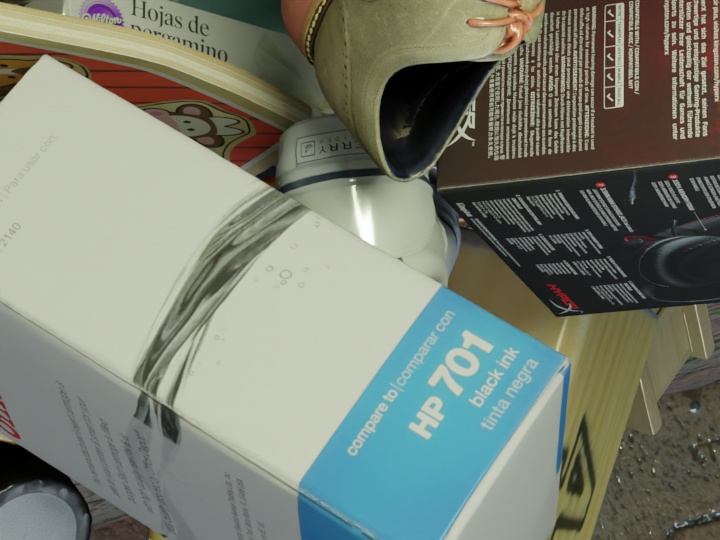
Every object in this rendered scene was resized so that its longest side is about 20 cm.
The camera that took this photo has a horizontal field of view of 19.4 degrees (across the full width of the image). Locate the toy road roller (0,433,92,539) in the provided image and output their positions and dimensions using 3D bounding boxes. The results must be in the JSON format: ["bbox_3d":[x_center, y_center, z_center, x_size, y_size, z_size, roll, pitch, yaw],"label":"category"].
[{"bbox_3d":[-0.182,0.029,0.848,0.199,0.147,0.123,21,-168,-36],"label":"toy road roller"}]

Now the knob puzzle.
[{"bbox_3d":[-0.116,-0.044,0.746,0.218,0.031,0.220,2,163,1],"label":"knob puzzle"}]

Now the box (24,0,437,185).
[{"bbox_3d":[-0.031,-0.064,0.794,0.199,0.039,0.041,12,159,-32],"label":"box"}]

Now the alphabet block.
[{"bbox_3d":[0.030,0.081,1.121,0.194,0.201,0.196,18,178,21],"label":"alphabet block"}]

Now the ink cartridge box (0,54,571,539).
[{"bbox_3d":[-0.039,0.040,0.684,0.086,0.199,0.147,-52,162,-20],"label":"ink cartridge box"}]

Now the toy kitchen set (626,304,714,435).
[{"bbox_3d":[0.123,-0.037,1.307,0.199,0.181,0.163,17,-128,34],"label":"toy kitchen set"}]

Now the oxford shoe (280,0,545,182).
[{"bbox_3d":[0.039,-0.101,0.592,0.070,0.075,0.200,-12,154,-25],"label":"oxford shoe"}]

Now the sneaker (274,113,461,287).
[{"bbox_3d":[0.000,0.000,0.785,0.072,0.071,0.200,-4,169,7],"label":"sneaker"}]

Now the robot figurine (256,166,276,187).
[{"bbox_3d":[-0.017,-0.049,0.926,0.199,0.059,0.145,-17,-160,7],"label":"robot figurine"}]

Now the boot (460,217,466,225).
[{"bbox_3d":[0.083,-0.052,1.066,0.198,0.069,0.188,-6,-159,-1],"label":"boot"}]

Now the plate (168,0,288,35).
[{"bbox_3d":[0.029,-0.101,0.777,0.199,0.026,0.200,2,163,1],"label":"plate"}]

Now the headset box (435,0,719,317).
[{"bbox_3d":[0.145,-0.046,0.769,0.199,0.076,0.149,-6,159,22],"label":"headset box"}]
